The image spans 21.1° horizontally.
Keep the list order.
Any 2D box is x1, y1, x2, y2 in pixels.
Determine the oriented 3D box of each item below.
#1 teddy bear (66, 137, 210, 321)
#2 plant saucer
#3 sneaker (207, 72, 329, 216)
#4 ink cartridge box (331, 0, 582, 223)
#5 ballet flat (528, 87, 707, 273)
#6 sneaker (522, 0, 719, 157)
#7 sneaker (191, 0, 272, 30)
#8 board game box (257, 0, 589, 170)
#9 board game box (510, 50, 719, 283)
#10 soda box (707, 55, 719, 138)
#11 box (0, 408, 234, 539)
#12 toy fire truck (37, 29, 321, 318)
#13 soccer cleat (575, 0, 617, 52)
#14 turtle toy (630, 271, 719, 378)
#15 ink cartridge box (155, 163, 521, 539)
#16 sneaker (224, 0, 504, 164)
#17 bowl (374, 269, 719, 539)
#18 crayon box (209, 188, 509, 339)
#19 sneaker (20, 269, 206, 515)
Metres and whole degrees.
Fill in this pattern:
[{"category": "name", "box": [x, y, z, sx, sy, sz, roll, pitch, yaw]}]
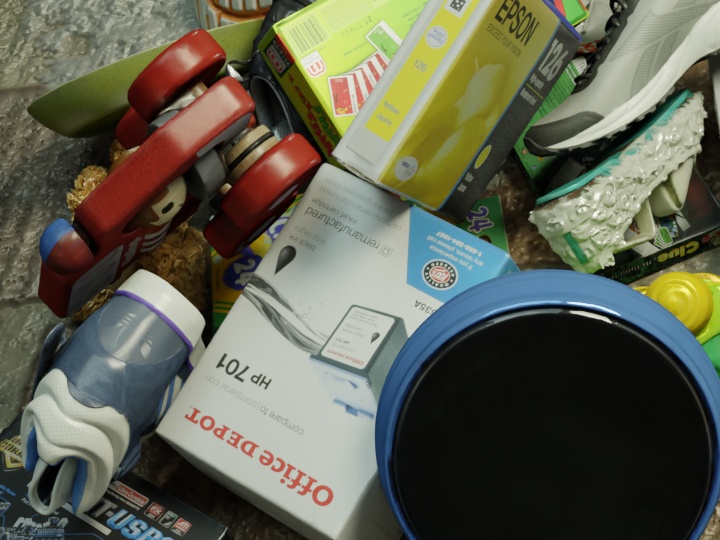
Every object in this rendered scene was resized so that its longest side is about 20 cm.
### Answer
[{"category": "teddy bear", "box": [-0.163, -0.032, 1.354, 0.145, 0.067, 0.201, -30, 42, 25]}, {"category": "plant saucer", "box": [-0.145, -0.136, 1.412, 0.199, 0.200, 0.031, -19, 90, 3]}, {"category": "sneaker", "box": [-0.036, -0.116, 1.397, 0.200, 0.080, 0.078, -41, 48, -19]}, {"category": "ink cartridge box", "box": [0.078, -0.130, 1.175, 0.047, 0.198, 0.200, 37, 97, 19]}, {"category": "ballet flat", "box": [0.173, -0.053, 1.237, 0.072, 0.072, 0.200, 15, 33, 30]}, {"category": "sneaker", "box": [0.180, -0.147, 1.258, 0.200, 0.079, 0.074, -41, 7, -5]}, {"category": "sneaker", "box": [-0.051, -0.211, 1.498, 0.199, 0.079, 0.077, 14, 27, 36]}, {"category": "board game box", "box": [0.043, -0.160, 1.286, 0.200, 0.048, 0.102, -32, 90, -19]}, {"category": "board game box", "box": [0.166, -0.073, 1.322, 0.104, 0.023, 0.200, -23, 46, 0]}, {"category": "soda box", "box": [0.271, -0.089, 1.271, 0.068, 0.064, 0.201, -9, 47, 12]}, {"category": "box", "box": [-0.205, 0.203, 1.194, 0.200, 0.050, 0.199, 24, 60, 35]}, {"category": "toy fire truck", "box": [-0.127, -0.044, 1.186, 0.168, 0.200, 0.112, -42, 89, -16]}, {"category": "soccer cleat", "box": [0.118, -0.183, 1.375, 0.199, 0.069, 0.085, -2, 12, 34]}, {"category": "turtle toy", "box": [0.182, 0.052, 1.140, 0.199, 0.146, 0.102, -3, 89, 19]}, {"category": "ink cartridge box", "box": [-0.006, 0.059, 1.180, 0.146, 0.086, 0.200, 27, 78, 26]}, {"category": "sneaker", "box": [0.000, -0.107, 1.330, 0.200, 0.075, 0.114, 39, 68, -6]}, {"category": "bowl", "box": [0.106, 0.100, 1.075, 0.200, 0.201, 0.039, -13, 15, 9]}, {"category": "crayon box", "box": [0.000, 0.000, 1.298, 0.199, 0.052, 0.126, -13, 47, 8]}, {"category": "sneaker", "box": [-0.161, 0.089, 1.196, 0.080, 0.200, 0.147, 35, 73, 5]}]
